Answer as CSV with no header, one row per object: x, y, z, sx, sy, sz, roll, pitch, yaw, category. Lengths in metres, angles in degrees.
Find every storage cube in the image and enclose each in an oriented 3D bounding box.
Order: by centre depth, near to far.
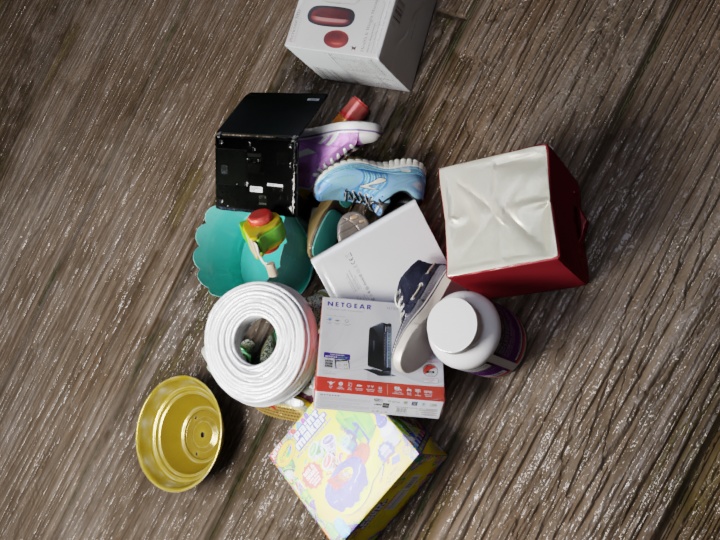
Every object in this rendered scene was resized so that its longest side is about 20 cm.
0.233,-0.067,1.256,0.196,0.179,0.175,-10,74,27,storage cube

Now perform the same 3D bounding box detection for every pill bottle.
0.170,0.095,1.240,0.110,0.199,0.115,-7,75,26,pill bottle

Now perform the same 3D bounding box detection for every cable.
-0.163,0.118,1.356,0.195,0.069,0.205,-1,83,18,cable

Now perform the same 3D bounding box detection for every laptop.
-0.155,-0.205,1.447,0.174,0.103,0.205,7,102,29,laptop

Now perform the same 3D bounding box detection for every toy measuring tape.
-0.144,-0.049,1.341,0.074,0.073,0.200,-54,31,7,toy measuring tape

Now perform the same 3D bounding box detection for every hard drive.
0.034,-0.009,1.379,0.197,0.027,0.134,-29,95,4,hard drive

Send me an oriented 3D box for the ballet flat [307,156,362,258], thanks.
-0.051,-0.113,1.487,0.062,0.069,0.202,22,78,38,ballet flat

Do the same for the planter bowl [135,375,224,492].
-0.309,0.298,1.521,0.196,0.083,0.205,-7,75,27,planter bowl

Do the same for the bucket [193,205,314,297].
-0.182,-0.034,1.498,0.203,0.134,0.212,-7,76,28,bucket

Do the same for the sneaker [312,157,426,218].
0.017,-0.135,1.406,0.195,0.079,0.092,-5,69,-1,sneaker

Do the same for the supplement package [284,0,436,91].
0.004,-0.447,1.483,0.197,0.146,0.195,15,86,29,supplement package

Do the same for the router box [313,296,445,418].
0.029,0.133,1.300,0.195,0.049,0.182,5,49,-3,router box

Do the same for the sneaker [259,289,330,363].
-0.124,0.099,1.447,0.200,0.088,0.078,-46,59,25,sneaker

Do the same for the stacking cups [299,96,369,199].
-0.056,-0.224,1.518,0.201,0.060,0.061,-50,61,8,stacking cups

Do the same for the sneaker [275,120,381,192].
-0.051,-0.194,1.459,0.196,0.072,0.117,-7,87,22,sneaker

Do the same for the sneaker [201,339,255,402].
-0.224,0.157,1.482,0.088,0.077,0.200,-43,30,-4,sneaker

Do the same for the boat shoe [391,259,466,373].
0.084,0.068,1.294,0.091,0.075,0.201,13,52,38,boat shoe

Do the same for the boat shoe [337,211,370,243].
0.000,0.000,1.430,0.073,0.073,0.205,-2,97,0,boat shoe

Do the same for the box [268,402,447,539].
-0.005,0.297,1.336,0.201,0.121,0.193,-50,60,9,box

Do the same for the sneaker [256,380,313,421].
-0.131,0.204,1.451,0.198,0.075,0.091,5,57,46,sneaker
